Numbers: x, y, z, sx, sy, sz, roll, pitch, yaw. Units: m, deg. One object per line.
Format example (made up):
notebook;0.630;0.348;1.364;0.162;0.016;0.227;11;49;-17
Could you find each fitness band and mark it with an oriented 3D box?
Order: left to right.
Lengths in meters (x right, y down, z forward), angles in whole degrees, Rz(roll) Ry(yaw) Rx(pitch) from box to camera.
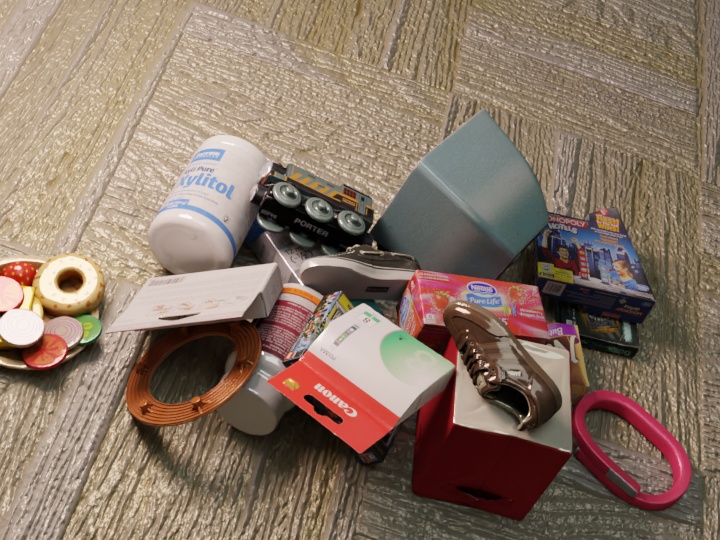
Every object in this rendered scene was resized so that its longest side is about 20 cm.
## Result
fitness band;0.398;0.265;1.742;0.200;0.038;0.143;44;48;17

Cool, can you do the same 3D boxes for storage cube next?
storage cube;0.180;0.205;1.614;0.170;0.180;0.201;15;49;-7

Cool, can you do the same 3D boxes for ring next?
ring;-0.225;0.127;1.566;0.199;0.019;0.201;-17;35;13

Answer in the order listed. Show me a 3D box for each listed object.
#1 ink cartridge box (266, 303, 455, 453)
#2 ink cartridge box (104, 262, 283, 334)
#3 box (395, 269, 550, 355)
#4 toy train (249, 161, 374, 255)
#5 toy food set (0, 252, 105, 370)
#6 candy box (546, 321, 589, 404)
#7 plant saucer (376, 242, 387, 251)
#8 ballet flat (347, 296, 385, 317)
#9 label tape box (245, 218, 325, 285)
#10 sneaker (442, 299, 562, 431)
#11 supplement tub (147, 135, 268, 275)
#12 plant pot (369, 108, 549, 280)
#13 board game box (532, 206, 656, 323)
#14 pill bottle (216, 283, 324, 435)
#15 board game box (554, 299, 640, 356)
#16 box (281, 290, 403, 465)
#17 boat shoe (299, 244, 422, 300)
ink cartridge box;0.003;0.131;1.502;0.160;0.050;0.200;34;34;22
ink cartridge box;-0.221;0.053;1.593;0.198;0.045;0.176;-7;23;15
box;0.160;0.076;1.693;0.198;0.096;0.100;8;49;-17
toy train;-0.069;-0.093;1.750;0.199;0.085;0.114;23;40;-14
toy food set;-0.451;0.053;1.606;0.198;0.049;0.199;9;49;-13
candy box;0.239;0.132;1.781;0.198;0.057;0.117;7;49;-12
plant saucer;0.117;-0.017;1.877;0.199;0.037;0.202;10;49;-12
ballet flat;0.016;0.098;1.717;0.200;0.067;0.068;48;49;11
label tape box;-0.078;-0.035;1.804;0.143;0.066;0.200;-20;62;-32
sneaker;0.170;0.121;1.514;0.200;0.071;0.075;43;52;18
supplement tub;-0.222;-0.093;1.756;0.131;0.132;0.201;22;48;-1
plant pot;0.170;-0.085;1.811;0.200;0.197;0.196;43;50;6
board game box;0.369;-0.026;1.919;0.198;0.062;0.201;13;47;-9
pill bottle;-0.117;0.122;1.623;0.114;0.115;0.200;27;47;4
board game box;0.383;0.043;1.926;0.134;0.028;0.201;13;48;-9
box;-0.011;0.148;1.616;0.200;0.038;0.137;54;44;-21
boat shoe;0.000;0.000;1.694;0.199;0.071;0.064;8;49;-28
